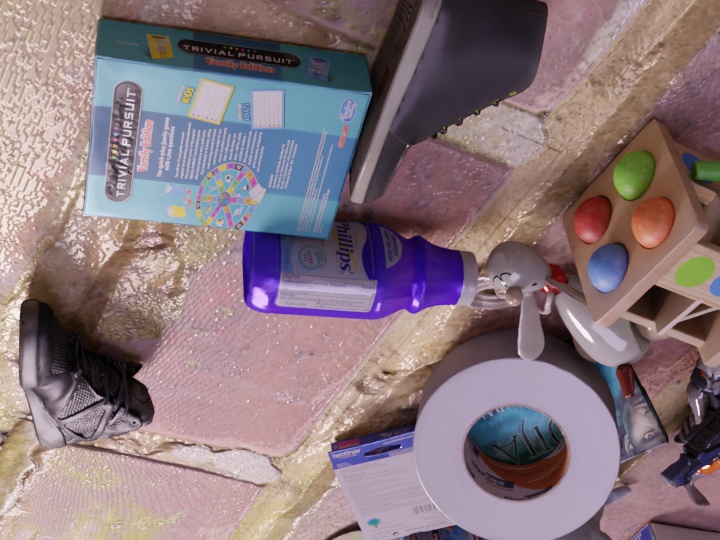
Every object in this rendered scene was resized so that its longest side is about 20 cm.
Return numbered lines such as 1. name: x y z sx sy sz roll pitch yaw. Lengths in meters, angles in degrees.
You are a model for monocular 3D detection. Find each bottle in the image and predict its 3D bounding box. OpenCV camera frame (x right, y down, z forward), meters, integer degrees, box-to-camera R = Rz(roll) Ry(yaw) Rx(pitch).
1. bottle: 0.000 0.000 0.932 0.196 0.084 0.066 5 136 -12

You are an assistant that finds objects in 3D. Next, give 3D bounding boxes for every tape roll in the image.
1. tape roll: 0.151 0.162 1.074 0.196 0.066 0.204 3 113 8

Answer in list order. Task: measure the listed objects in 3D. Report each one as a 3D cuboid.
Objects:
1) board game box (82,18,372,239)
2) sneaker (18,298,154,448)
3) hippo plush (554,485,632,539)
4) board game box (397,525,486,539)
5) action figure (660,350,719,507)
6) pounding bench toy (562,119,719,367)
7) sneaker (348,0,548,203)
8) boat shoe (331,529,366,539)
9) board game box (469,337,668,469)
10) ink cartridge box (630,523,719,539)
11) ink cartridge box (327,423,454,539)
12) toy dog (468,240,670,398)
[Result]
1. board game box: -0.104 -0.102 0.835 0.196 0.047 0.152 6 135 -14
2. sneaker: -0.248 0.091 0.999 0.112 0.077 0.201 -5 140 -6
3. hippo plush: 0.214 0.294 1.219 0.158 0.163 0.200 -26 134 18
4. board game box: 0.100 0.369 1.355 0.198 0.062 0.200 23 129 -28
5. action figure: 0.355 0.153 1.135 0.198 0.104 0.196 -30 136 -21
6. pounding bench toy: 0.282 -0.047 0.897 0.154 0.126 0.201 19 131 -26
7. sneaker: 0.060 -0.121 0.819 0.104 0.076 0.202 11 133 -16
8. boat shoe: -0.028 0.382 1.352 0.063 0.074 0.203 -12 142 -54
9. board game box: 0.192 0.153 1.118 0.198 0.028 0.137 -28 102 20
10. ink cartridge box: 0.405 0.410 1.461 0.197 0.044 0.197 13 132 -24
11. ink cartridge box: 0.040 0.227 1.211 0.117 0.042 0.201 -14 139 6
12. toy dog: 0.192 0.051 0.978 0.196 0.098 0.132 11 150 -13
